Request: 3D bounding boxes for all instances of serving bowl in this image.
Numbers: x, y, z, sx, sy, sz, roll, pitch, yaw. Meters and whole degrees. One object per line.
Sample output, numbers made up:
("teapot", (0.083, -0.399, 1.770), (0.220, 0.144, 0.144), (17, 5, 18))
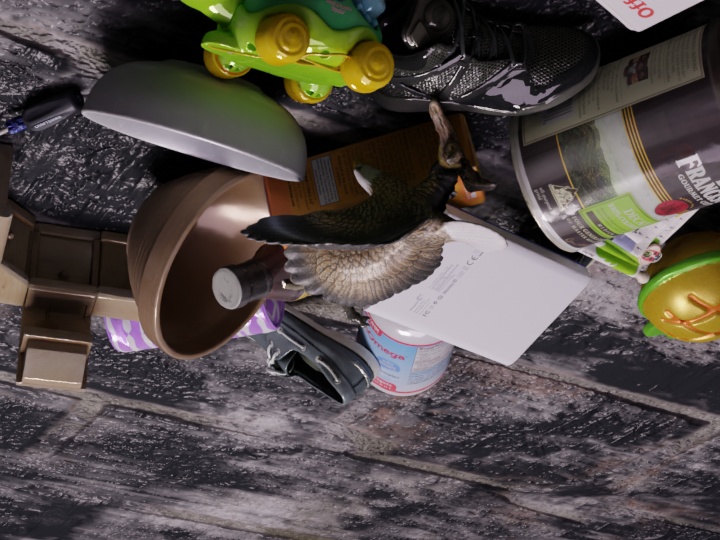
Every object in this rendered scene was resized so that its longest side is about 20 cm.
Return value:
("serving bowl", (-0.134, -0.135, 1.344), (0.198, 0.067, 0.200), (16, 179, 0))

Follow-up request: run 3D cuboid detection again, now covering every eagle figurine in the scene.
("eagle figurine", (0.015, -0.042, 1.375), (0.199, 0.151, 0.152), (-39, 112, 0))

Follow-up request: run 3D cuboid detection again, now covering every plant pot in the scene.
("plant pot", (-0.159, -0.025, 1.520), (0.092, 0.201, 0.201), (32, 163, 26))

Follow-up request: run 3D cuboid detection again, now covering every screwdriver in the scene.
("screwdriver", (-0.335, -0.125, 1.439), (0.198, 0.028, 0.029), (-18, 176, 22))

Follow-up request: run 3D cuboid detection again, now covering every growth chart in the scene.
("growth chart", (0.286, -0.073, 1.515), (0.144, 0.018, 0.200), (16, 128, -35))

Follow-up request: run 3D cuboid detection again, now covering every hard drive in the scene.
("hard drive", (0.113, 0.016, 1.531), (0.199, 0.025, 0.132), (22, 121, -37))

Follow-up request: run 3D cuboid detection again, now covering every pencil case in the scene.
("pencil case", (-0.177, 0.035, 1.686), (0.198, 0.084, 0.086), (-10, 115, 13))

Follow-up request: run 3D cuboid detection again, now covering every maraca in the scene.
("maraca", (0.356, 0.026, 1.656), (0.135, 0.108, 0.200), (-10, 155, 3))

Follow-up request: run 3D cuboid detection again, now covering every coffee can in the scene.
("coffee can", (0.248, -0.115, 1.357), (0.199, 0.148, 0.146), (-19, 146, 31))

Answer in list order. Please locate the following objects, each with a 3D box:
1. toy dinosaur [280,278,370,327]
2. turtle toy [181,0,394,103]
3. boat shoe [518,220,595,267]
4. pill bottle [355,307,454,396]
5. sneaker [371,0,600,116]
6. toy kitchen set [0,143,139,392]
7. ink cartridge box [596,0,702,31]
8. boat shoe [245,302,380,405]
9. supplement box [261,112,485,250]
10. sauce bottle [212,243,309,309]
("toy dinosaur", (0.000, 0.000, 1.531), (0.047, 0.199, 0.089), (10, 125, 45))
("turtle toy", (-0.063, -0.201, 1.233), (0.198, 0.102, 0.145), (15, 174, -28))
("boat shoe", (0.184, -0.008, 1.610), (0.075, 0.066, 0.199), (46, 149, 0))
("pill bottle", (0.055, 0.046, 1.680), (0.107, 0.110, 0.201), (2, 150, -5))
("sneaker", (0.099, -0.183, 1.301), (0.197, 0.077, 0.114), (1, 158, 8))
("toy kitchen set", (-0.295, 0.004, 1.536), (0.198, 0.165, 0.181), (8, 150, -16))
("ink cartridge box", (0.241, -0.275, 1.132), (0.199, 0.085, 0.145), (-23, 144, 34))
("boat shoe", (-0.076, 0.085, 1.715), (0.199, 0.062, 0.073), (24, 151, 24))
("supplement box", (0.013, -0.079, 1.469), (0.198, 0.069, 0.067), (-18, 149, 5))
("sauce bottle", (-0.061, -0.004, 1.538), (0.199, 0.067, 0.066), (-20, 170, -44))
